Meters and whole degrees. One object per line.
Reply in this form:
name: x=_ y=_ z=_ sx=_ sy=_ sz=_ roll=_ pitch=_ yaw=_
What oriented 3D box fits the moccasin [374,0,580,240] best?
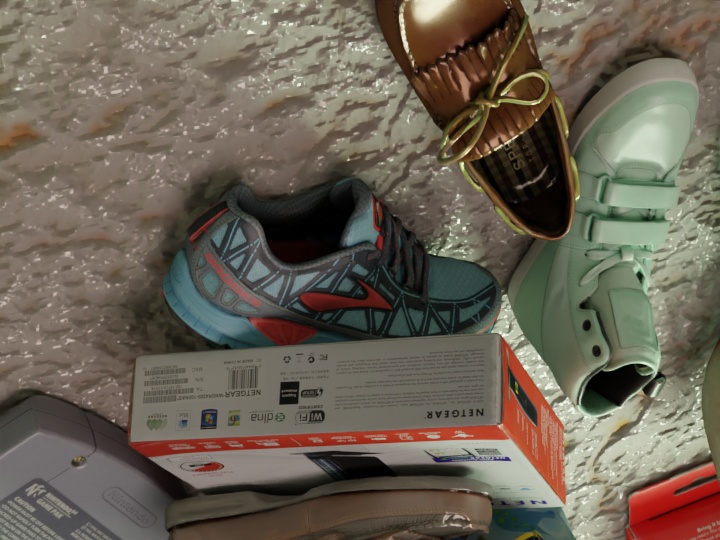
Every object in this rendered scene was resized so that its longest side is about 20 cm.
moccasin: x=0.063 y=-0.084 z=0.911 sx=0.073 sy=0.078 sz=0.202 roll=-26 pitch=139 yaw=0

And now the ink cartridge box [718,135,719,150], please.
ink cartridge box: x=0.308 y=0.012 z=1.023 sx=0.144 sy=0.145 sz=0.202 roll=-15 pitch=104 yaw=-14

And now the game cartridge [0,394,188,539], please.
game cartridge: x=-0.175 y=0.150 z=1.068 sx=0.133 sy=0.042 sz=0.200 roll=-35 pitch=138 yaw=4

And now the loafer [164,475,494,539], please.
loafer: x=-0.018 y=0.152 z=0.995 sx=0.199 sy=0.063 sz=0.072 roll=-9 pitch=158 yaw=26

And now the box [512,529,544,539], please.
box: x=0.049 y=0.246 z=1.014 sx=0.199 sy=0.050 sz=0.160 roll=-32 pitch=137 yaw=7

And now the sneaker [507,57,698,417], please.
sneaker: x=0.153 y=-0.011 z=1.003 sx=0.073 sy=0.119 sz=0.201 roll=0 pitch=132 yaw=-25

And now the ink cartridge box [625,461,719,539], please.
ink cartridge box: x=0.263 y=0.225 z=1.343 sx=0.115 sy=0.067 sz=0.201 roll=-20 pitch=138 yaw=-7

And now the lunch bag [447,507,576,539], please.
lunch bag: x=0.031 y=0.187 z=1.106 sx=0.199 sy=0.171 sz=0.128 roll=-22 pitch=135 yaw=-1

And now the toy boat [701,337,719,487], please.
toy boat: x=0.304 y=0.101 z=1.202 sx=0.130 sy=0.131 sz=0.201 roll=-5 pitch=119 yaw=25

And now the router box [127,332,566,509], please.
router box: x=0.000 y=0.089 z=0.987 sx=0.198 sy=0.049 sz=0.180 roll=-5 pitch=159 yaw=17

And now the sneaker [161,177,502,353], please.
sneaker: x=0.000 y=0.000 z=0.968 sx=0.199 sy=0.080 sz=0.096 roll=4 pitch=129 yaw=-30
